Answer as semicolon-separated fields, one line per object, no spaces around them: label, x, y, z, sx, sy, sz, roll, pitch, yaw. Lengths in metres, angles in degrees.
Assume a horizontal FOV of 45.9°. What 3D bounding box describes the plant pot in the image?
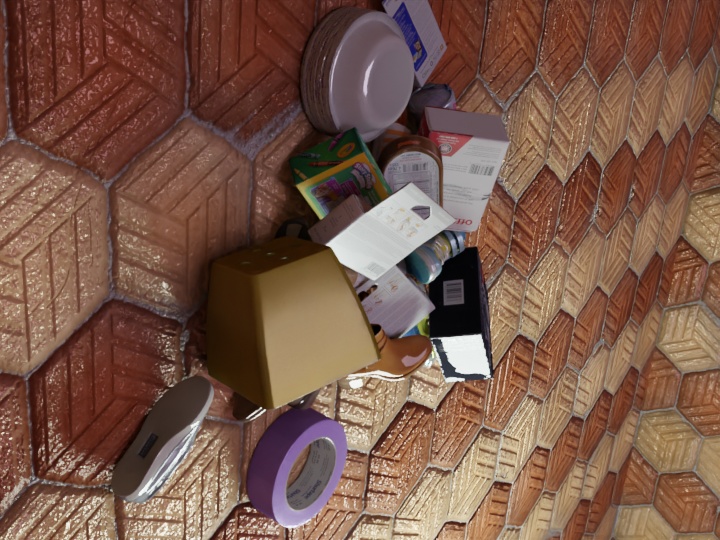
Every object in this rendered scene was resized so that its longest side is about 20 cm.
plant pot;-0.114;0.059;1.236;0.198;0.199;0.179;-21;110;-31

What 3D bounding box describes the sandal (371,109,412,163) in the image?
sandal;0.057;-0.187;1.478;0.079;0.059;0.209;5;102;-55

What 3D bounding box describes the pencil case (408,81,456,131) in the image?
pencil case;0.145;-0.243;1.555;0.082;0.091;0.201;-26;133;-4

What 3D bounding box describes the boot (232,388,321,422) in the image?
boot;-0.120;0.195;1.420;0.201;0.070;0.147;-51;148;-19

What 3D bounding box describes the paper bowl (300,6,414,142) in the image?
paper bowl;0.007;-0.298;1.317;0.200;0.104;0.203;-31;131;-43

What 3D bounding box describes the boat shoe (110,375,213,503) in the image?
boat shoe;-0.278;0.246;1.230;0.202;0.070;0.072;-54;153;-16

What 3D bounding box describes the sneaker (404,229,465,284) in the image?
sneaker;0.142;-0.042;1.540;0.129;0.200;0.080;-26;102;-5

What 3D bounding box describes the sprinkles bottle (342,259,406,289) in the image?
sprinkles bottle;0.000;0.000;1.485;0.199;0.068;0.069;-4;110;-53

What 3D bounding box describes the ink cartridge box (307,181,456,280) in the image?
ink cartridge box;0.038;-0.071;1.327;0.175;0.045;0.200;-36;153;14

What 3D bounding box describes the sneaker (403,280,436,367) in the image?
sneaker;0.090;0.121;1.682;0.104;0.075;0.202;-29;122;-29

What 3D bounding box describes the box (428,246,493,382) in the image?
box;0.200;0.089;1.690;0.183;0.103;0.202;67;21;-53

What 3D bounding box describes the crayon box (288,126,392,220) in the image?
crayon box;-0.017;-0.122;1.352;0.118;0.059;0.200;-24;142;8

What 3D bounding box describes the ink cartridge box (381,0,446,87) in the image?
ink cartridge box;0.084;-0.410;1.427;0.095;0.037;0.200;-58;147;-16

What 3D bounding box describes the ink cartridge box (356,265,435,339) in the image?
ink cartridge box;0.028;0.066;1.529;0.162;0.050;0.200;-40;139;4

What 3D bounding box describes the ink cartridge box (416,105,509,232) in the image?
ink cartridge box;0.159;-0.176;1.499;0.145;0.083;0.202;6;132;-12

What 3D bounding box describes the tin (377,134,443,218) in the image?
tin;0.086;-0.136;1.446;0.042;0.110;0.202;-91;176;-47

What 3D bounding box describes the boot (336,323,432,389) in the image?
boot;0.039;0.135;1.502;0.198;0.074;0.156;-22;145;-12

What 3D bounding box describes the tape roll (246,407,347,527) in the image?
tape roll;-0.110;0.348;1.510;0.199;0.065;0.203;-29;128;-45

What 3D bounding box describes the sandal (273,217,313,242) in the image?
sandal;-0.082;-0.008;1.364;0.202;0.079;0.058;72;34;-41
